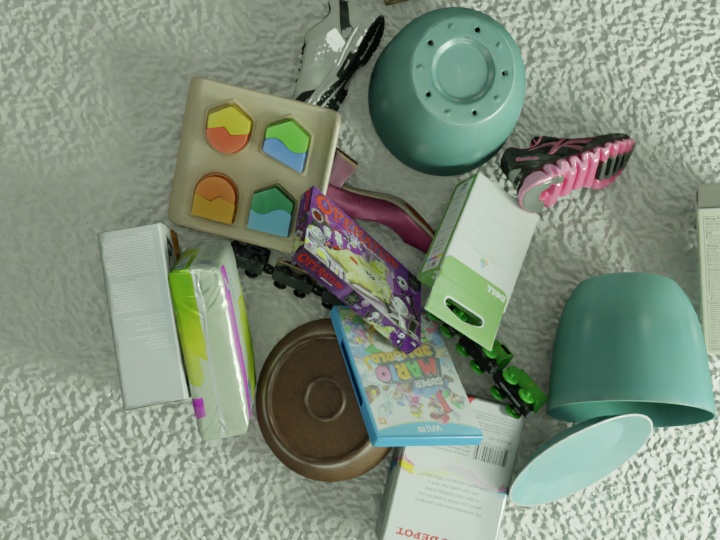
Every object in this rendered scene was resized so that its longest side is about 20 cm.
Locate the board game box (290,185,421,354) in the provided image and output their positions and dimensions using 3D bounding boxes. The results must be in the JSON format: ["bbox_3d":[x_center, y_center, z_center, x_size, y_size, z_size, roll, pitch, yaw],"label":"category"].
[{"bbox_3d":[0.000,0.000,1.153,0.032,0.121,0.199,-37,119,25],"label":"board game box"}]

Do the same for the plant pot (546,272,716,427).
[{"bbox_3d":[0.327,0.096,1.174,0.196,0.201,0.164,4,73,-4],"label":"plant pot"}]

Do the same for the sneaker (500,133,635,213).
[{"bbox_3d":[0.263,-0.147,1.227,0.197,0.080,0.096,-19,51,-26],"label":"sneaker"}]

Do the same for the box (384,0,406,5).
[{"bbox_3d":[0.086,-0.465,1.255,0.160,0.021,0.204,-14,89,-5],"label":"box"}]

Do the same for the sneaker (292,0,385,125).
[{"bbox_3d":[-0.050,-0.254,1.222,0.079,0.074,0.202,31,82,13],"label":"sneaker"}]

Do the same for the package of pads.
[{"bbox_3d":[-0.171,0.076,1.136,0.067,0.155,0.204,-8,104,-1],"label":"package of pads"}]

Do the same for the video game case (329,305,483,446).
[{"bbox_3d":[0.052,0.123,1.146,0.141,0.018,0.202,5,43,-26],"label":"video game case"}]

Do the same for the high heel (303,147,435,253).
[{"bbox_3d":[0.012,-0.061,1.224,0.199,0.067,0.097,40,102,0],"label":"high heel"}]

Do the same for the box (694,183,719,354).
[{"bbox_3d":[0.467,-0.002,1.190,0.093,0.078,0.203,-1,116,21],"label":"box"}]

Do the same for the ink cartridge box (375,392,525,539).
[{"bbox_3d":[0.109,0.253,1.200,0.143,0.083,0.204,15,86,-4],"label":"ink cartridge box"}]

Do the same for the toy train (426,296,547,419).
[{"bbox_3d":[0.156,0.101,1.192,0.201,0.056,0.042,52,125,25],"label":"toy train"}]

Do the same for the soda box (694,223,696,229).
[{"bbox_3d":[0.541,-0.023,1.252,0.199,0.068,0.065,38,86,-2],"label":"soda box"}]

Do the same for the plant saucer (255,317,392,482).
[{"bbox_3d":[-0.041,0.159,1.187,0.196,0.034,0.204,-2,80,13],"label":"plant saucer"}]

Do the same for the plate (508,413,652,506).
[{"bbox_3d":[0.265,0.227,1.177,0.197,0.201,0.026,-23,55,-5],"label":"plate"}]

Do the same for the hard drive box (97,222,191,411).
[{"bbox_3d":[-0.249,0.054,1.143,0.075,0.156,0.204,-9,89,-4],"label":"hard drive box"}]

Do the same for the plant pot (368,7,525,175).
[{"bbox_3d":[0.114,-0.228,1.178,0.196,0.161,0.205,0,89,-4],"label":"plant pot"}]

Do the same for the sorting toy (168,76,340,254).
[{"bbox_3d":[-0.135,-0.125,1.181,0.196,0.036,0.189,15,105,5],"label":"sorting toy"}]

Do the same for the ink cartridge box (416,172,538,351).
[{"bbox_3d":[0.138,-0.007,1.179,0.103,0.059,0.202,33,63,-18],"label":"ink cartridge box"}]

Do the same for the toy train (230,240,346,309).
[{"bbox_3d":[-0.079,0.008,1.215,0.197,0.046,0.034,22,124,-1],"label":"toy train"}]
